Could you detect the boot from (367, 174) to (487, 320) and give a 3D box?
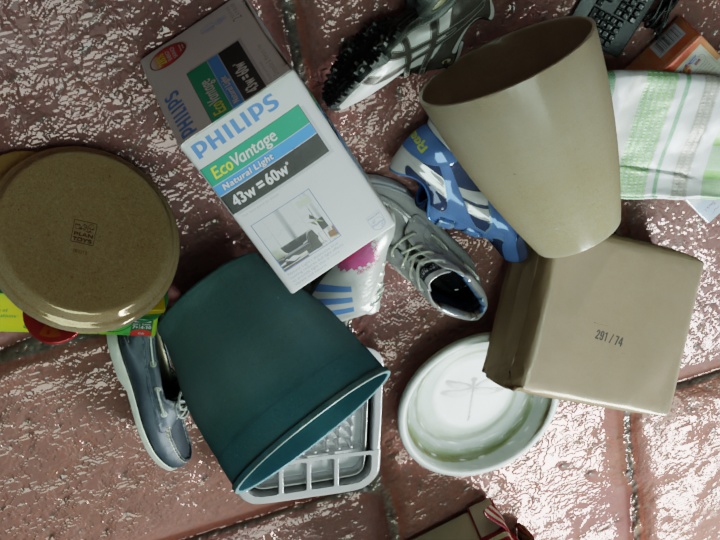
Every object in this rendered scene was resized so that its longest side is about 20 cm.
[{"bbox_3d":[0.063,-0.022,1.610,0.200,0.096,0.074,34,105,-32],"label":"boot"}]

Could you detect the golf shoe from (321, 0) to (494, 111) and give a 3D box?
[{"bbox_3d":[0.051,-0.218,1.499,0.200,0.078,0.094,-43,124,11],"label":"golf shoe"}]

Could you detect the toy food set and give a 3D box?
[{"bbox_3d":[-0.273,-0.027,1.457,0.199,0.199,0.049,-2,159,-23],"label":"toy food set"}]

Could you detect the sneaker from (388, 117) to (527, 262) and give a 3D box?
[{"bbox_3d":[0.107,-0.076,1.609,0.082,0.074,0.200,-38,116,6],"label":"sneaker"}]

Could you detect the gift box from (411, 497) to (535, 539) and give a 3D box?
[{"bbox_3d":[0.148,0.405,1.848,0.186,0.185,0.200,-26,131,1],"label":"gift box"}]

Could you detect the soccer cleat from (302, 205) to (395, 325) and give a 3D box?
[{"bbox_3d":[0.000,0.000,1.587,0.086,0.070,0.200,28,140,-15],"label":"soccer cleat"}]

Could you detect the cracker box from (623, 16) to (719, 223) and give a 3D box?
[{"bbox_3d":[0.364,-0.161,1.647,0.134,0.058,0.200,-43,123,13],"label":"cracker box"}]

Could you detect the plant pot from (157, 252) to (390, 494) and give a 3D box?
[{"bbox_3d":[-0.105,0.094,1.552,0.200,0.200,0.188,-41,80,9],"label":"plant pot"}]

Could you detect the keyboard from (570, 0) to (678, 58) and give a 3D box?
[{"bbox_3d":[0.305,-0.309,1.549,0.104,0.040,0.201,20,113,-27],"label":"keyboard"}]

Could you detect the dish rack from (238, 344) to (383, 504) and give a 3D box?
[{"bbox_3d":[-0.062,0.167,1.718,0.171,0.044,0.201,-6,122,-14],"label":"dish rack"}]

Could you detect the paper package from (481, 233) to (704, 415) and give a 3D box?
[{"bbox_3d":[0.258,0.052,1.682,0.199,0.103,0.192,12,93,-23],"label":"paper package"}]

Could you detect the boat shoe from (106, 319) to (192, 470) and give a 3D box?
[{"bbox_3d":[-0.214,0.130,1.628,0.061,0.075,0.201,-12,116,9],"label":"boat shoe"}]

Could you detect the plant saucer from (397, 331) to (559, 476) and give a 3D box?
[{"bbox_3d":[0.133,0.148,1.765,0.199,0.050,0.201,-8,122,-13],"label":"plant saucer"}]

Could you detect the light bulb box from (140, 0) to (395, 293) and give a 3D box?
[{"bbox_3d":[-0.090,-0.123,1.437,0.124,0.198,0.200,-34,126,2],"label":"light bulb box"}]

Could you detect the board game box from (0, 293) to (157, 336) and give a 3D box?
[{"bbox_3d":[-0.308,0.017,1.510,0.199,0.102,0.048,2,119,-19],"label":"board game box"}]

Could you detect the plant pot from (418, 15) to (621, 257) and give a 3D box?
[{"bbox_3d":[0.183,-0.122,1.506,0.187,0.187,0.201,-27,110,-1],"label":"plant pot"}]

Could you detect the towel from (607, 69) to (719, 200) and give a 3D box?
[{"bbox_3d":[0.322,-0.138,1.596,0.199,0.031,0.150,1,124,-16],"label":"towel"}]
